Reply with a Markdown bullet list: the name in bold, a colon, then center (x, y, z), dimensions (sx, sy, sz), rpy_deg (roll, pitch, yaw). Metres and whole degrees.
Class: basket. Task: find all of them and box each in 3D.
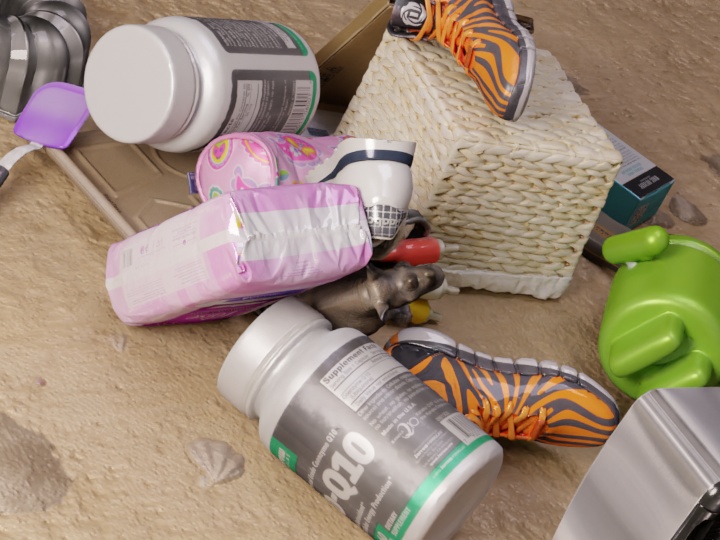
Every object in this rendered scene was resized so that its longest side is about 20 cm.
- **basket**: center (0.105, -0.101, 1.755), dimensions (0.200, 0.161, 0.198), rpy_deg (7, 36, -30)

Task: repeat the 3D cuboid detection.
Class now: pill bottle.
- **pill bottle**: center (-0.133, -0.158, 1.626), dimensions (0.113, 0.113, 0.200), rpy_deg (42, 24, 23)
- **pill bottle**: center (-0.002, 0.115, 1.420), dimensions (0.200, 0.113, 0.113), rpy_deg (38, 35, 18)

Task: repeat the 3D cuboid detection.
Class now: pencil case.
- **pencil case**: center (-0.057, -0.075, 1.620), dimensions (0.087, 0.088, 0.200), rpy_deg (41, 22, 22)

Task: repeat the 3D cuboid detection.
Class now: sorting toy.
- **sorting toy**: center (-0.157, -0.060, 1.637), dimensions (0.200, 0.037, 0.185), rpy_deg (-9, 47, -48)

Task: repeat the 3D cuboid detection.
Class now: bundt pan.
- **bundt pan**: center (-0.328, -0.222, 1.700), dimensions (0.201, 0.076, 0.202), rpy_deg (18, 35, -13)

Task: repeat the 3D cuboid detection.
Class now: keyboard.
- **keyboard**: center (-0.043, -0.136, 1.840), dimensions (0.200, 0.011, 0.056), rpy_deg (6, 43, -28)

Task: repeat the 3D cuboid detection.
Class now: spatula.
- **spatula**: center (-0.282, -0.087, 1.553), dimensions (0.056, 0.021, 0.200), rpy_deg (18, 46, 16)

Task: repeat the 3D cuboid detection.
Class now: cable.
- **cable**: center (0.000, 0.000, 1.602), dimensions (0.200, 0.097, 0.050), rpy_deg (-3, 21, -39)

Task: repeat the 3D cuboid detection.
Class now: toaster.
- **toaster**: center (0.256, 0.191, 1.438), dimensions (0.200, 0.181, 0.119), rpy_deg (1, 37, -35)

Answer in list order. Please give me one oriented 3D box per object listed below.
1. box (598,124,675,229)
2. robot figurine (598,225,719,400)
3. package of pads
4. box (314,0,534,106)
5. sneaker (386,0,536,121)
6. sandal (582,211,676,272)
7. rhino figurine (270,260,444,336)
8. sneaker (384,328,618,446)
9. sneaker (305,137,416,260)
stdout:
- **box**: center (0.216, -0.122, 1.960), dimensions (0.200, 0.049, 0.082), rpy_deg (39, 35, 19)
- **robot figurine**: center (0.276, 0.043, 1.710), dimensions (0.176, 0.116, 0.200), rpy_deg (51, 29, -12)
- **package of pads**: center (-0.095, -0.010, 1.442), dimensions (0.120, 0.200, 0.076), rpy_deg (-4, 81, -35)
- **box**: center (0.045, -0.203, 1.833), dimensions (0.163, 0.200, 0.021), rpy_deg (5, 67, -30)
- **sneaker**: center (0.082, -0.200, 1.666), dimensions (0.112, 0.078, 0.200), rpy_deg (9, 34, -17)
- **sandal**: center (0.289, -0.014, 1.856), dimensions (0.200, 0.055, 0.082), rpy_deg (35, 34, 14)
- **rhino figurine**: center (-0.001, 0.023, 1.492), dimensions (0.087, 0.200, 0.060), rpy_deg (-8, 84, -33)
- **sneaker**: center (0.105, 0.123, 1.520), dimensions (0.199, 0.078, 0.112), rpy_deg (14, 37, 0)
- **sneaker**: center (-0.002, -0.044, 1.500), dimensions (0.076, 0.200, 0.081), rpy_deg (-1, 79, -6)
